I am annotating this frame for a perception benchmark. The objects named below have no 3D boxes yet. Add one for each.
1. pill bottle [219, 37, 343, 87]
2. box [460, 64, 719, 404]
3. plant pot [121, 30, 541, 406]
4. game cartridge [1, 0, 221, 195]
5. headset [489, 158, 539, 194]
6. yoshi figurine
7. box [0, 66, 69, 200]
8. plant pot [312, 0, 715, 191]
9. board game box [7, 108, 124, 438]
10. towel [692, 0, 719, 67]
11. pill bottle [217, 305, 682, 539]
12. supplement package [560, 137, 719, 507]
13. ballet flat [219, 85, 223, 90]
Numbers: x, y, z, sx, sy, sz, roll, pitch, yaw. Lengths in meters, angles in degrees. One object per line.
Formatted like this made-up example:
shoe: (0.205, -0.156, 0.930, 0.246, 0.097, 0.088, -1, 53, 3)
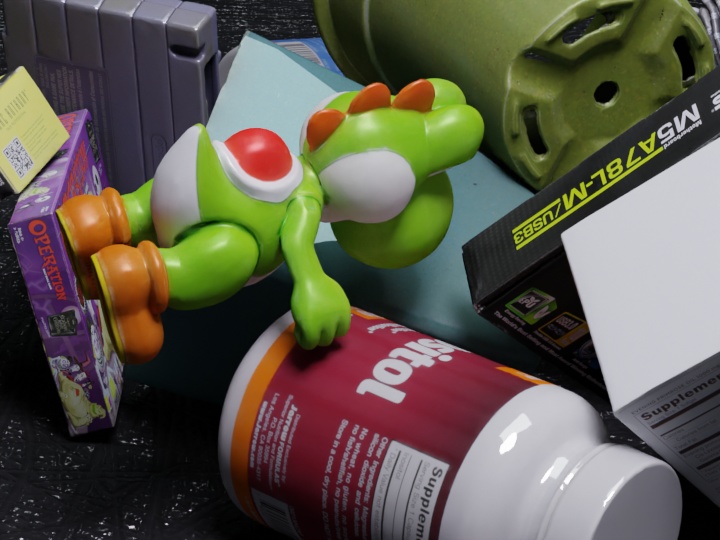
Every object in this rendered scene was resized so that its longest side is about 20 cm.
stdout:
pill bottle: (0.002, -0.106, 1.690, 0.199, 0.113, 0.112, -6, 23, -36)
box: (0.183, -0.004, 1.192, 0.200, 0.193, 0.048, 34, 34, -38)
plant pot: (0.000, 0.000, 1.273, 0.199, 0.142, 0.142, 20, 54, -2)
game cartridge: (-0.140, -0.077, 1.420, 0.129, 0.201, 0.038, 17, 43, 19)
headset: (0.057, -0.046, 1.494, 0.094, 0.124, 0.200, 27, 4, -17)
yoshi figurine: (-0.032, -0.019, 1.138, 0.199, 0.113, 0.112, -23, -2, -12)
box: (-0.255, -0.039, 1.312, 0.199, 0.050, 0.075, -23, 19, 27)
plant pot: (0.096, -0.133, 1.323, 0.199, 0.201, 0.190, -1, 29, -22)
board game box: (-0.151, -0.004, 1.318, 0.032, 0.121, 0.200, -17, 19, 5)
towel: (0.260, -0.073, 1.452, 0.085, 0.166, 0.200, -25, -28, 23)
pill bottle: (0.041, 0.094, 1.116, 0.199, 0.114, 0.113, 21, 23, 34)
supplement package: (0.197, 0.043, 1.128, 0.200, 0.109, 0.114, 40, 27, -41)
ballet flat: (0.011, -0.058, 1.399, 0.200, 0.068, 0.072, 31, 43, 21)
